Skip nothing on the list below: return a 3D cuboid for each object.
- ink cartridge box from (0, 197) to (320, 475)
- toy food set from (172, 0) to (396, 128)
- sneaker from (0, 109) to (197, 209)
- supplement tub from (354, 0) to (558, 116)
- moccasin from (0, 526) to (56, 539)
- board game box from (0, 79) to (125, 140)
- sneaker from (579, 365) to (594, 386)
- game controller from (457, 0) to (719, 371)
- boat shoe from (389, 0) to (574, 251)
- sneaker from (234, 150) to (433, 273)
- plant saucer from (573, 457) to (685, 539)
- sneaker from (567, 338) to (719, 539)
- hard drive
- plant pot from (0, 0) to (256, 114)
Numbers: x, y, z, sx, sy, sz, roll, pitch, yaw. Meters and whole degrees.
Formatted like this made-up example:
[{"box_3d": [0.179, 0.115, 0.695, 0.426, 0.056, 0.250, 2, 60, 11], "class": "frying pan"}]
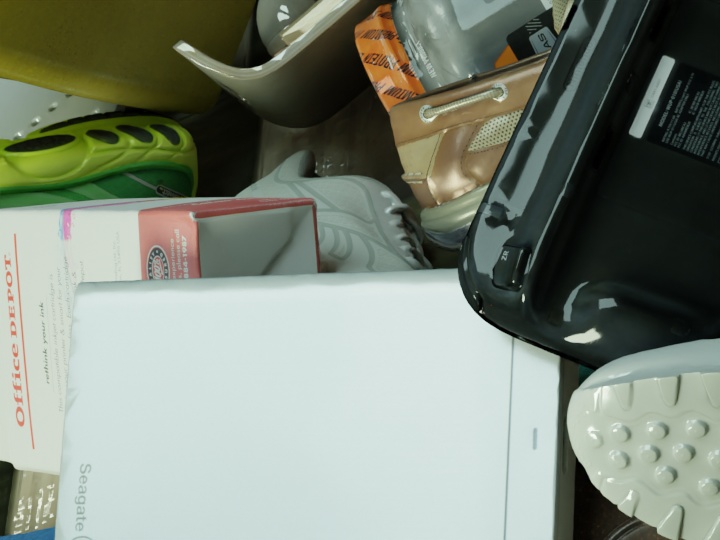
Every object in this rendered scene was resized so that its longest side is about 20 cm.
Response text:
[{"box_3d": [-0.097, 0.028, 1.201, 0.200, 0.067, 0.117, 3, 98, 52], "class": "ink cartridge box"}, {"box_3d": [0.010, -0.147, 1.272, 0.200, 0.144, 0.060, -41, 80, 2], "class": "toy food set"}, {"box_3d": [-0.168, -0.018, 1.302, 0.199, 0.084, 0.074, -11, 18, -15], "class": "sneaker"}, {"box_3d": [0.105, -0.116, 1.178, 0.199, 0.123, 0.123, -32, 38, 13], "class": "supplement tub"}, {"box_3d": [-0.089, 0.138, 1.150, 0.199, 0.068, 0.081, -5, 43, 37], "class": "moccasin"}, {"box_3d": [-0.206, -0.031, 1.445, 0.199, 0.026, 0.201, -7, 50, 36], "class": "board game box"}, {"box_3d": [0.132, -0.018, 1.095, 0.200, 0.080, 0.078, -34, 39, 11], "class": "sneaker"}, {"box_3d": [0.115, -0.057, 1.029, 0.104, 0.042, 0.201, 24, 74, 4], "class": "game controller"}, {"box_3d": [0.101, -0.081, 1.088, 0.199, 0.072, 0.076, -29, 3, 6], "class": "boat shoe"}, {"box_3d": [0.000, 0.000, 1.205, 0.081, 0.075, 0.200, -40, 38, -16], "class": "sneaker"}, {"box_3d": [0.111, 0.117, 1.021, 0.199, 0.035, 0.201, -23, 42, 22], "class": "plant saucer"}, {"box_3d": [0.171, 0.046, 0.974, 0.199, 0.077, 0.081, 0, 35, 4], "class": "sneaker"}, {"box_3d": [-0.018, 0.067, 1.056, 0.199, 0.027, 0.133, -2, 75, 20], "class": "hard drive"}, {"box_3d": [-0.146, -0.174, 1.338, 0.200, 0.176, 0.201, 14, 82, 51], "class": "plant pot"}]
